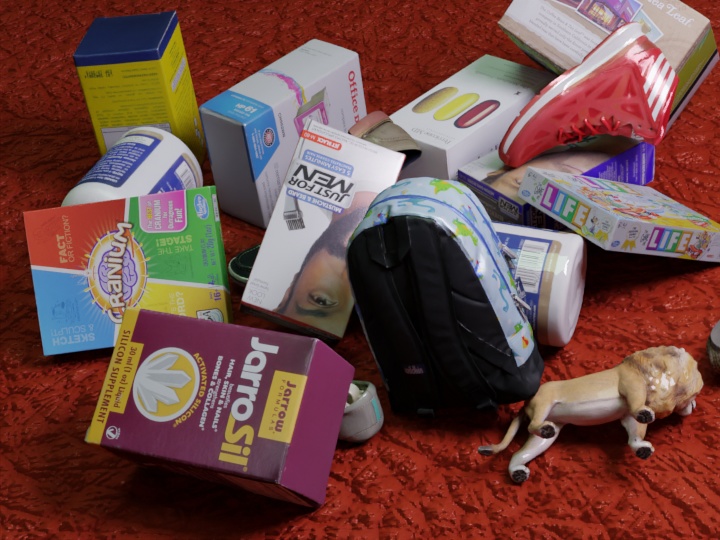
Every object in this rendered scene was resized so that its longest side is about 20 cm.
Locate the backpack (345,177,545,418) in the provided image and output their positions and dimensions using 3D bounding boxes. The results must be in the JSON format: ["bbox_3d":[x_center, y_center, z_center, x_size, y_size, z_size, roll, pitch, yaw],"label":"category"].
[{"bbox_3d":[0.067,0.016,1.128,0.162,0.201,0.154,-12,39,33],"label":"backpack"}]

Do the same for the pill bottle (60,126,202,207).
[{"bbox_3d":[-0.273,-0.065,1.425,0.119,0.121,0.200,6,37,20],"label":"pill bottle"}]

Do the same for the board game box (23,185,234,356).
[{"bbox_3d":[-0.240,0.000,1.302,0.198,0.155,0.040,-8,3,3],"label":"board game box"}]

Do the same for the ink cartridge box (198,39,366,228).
[{"bbox_3d":[-0.084,-0.168,1.503,0.084,0.146,0.200,21,45,36],"label":"ink cartridge box"}]

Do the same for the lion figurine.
[{"bbox_3d":[0.204,0.118,1.106,0.198,0.073,0.123,-6,28,12],"label":"lion figurine"}]

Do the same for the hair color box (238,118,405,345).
[{"bbox_3d":[-0.039,-0.038,1.263,0.110,0.064,0.202,19,78,-4],"label":"hair color box"}]

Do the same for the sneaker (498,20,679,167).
[{"bbox_3d":[0.246,-0.154,1.302,0.116,0.200,0.078,50,15,13],"label":"sneaker"}]

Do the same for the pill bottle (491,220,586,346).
[{"bbox_3d":[0.117,0.005,1.237,0.198,0.112,0.111,10,39,19],"label":"pill bottle"}]

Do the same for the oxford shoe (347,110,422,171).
[{"bbox_3d":[-0.013,-0.092,1.339,0.075,0.071,0.200,34,66,22],"label":"oxford shoe"}]

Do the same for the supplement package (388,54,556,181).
[{"bbox_3d":[0.130,-0.154,1.465,0.113,0.110,0.200,24,47,38],"label":"supplement package"}]

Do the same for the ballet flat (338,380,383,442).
[{"bbox_3d":[-0.071,0.112,1.180,0.198,0.064,0.068,8,38,23],"label":"ballet flat"}]

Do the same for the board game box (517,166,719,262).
[{"bbox_3d":[0.275,-0.056,1.278,0.199,0.035,0.134,4,22,-40],"label":"board game box"}]

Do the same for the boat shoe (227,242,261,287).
[{"bbox_3d":[-0.054,-0.034,1.383,0.198,0.063,0.075,-17,38,-8],"label":"boat shoe"}]

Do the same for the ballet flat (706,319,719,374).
[{"bbox_3d":[0.387,0.044,1.196,0.067,0.047,0.200,21,40,31],"label":"ballet flat"}]

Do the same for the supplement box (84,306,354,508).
[{"bbox_3d":[-0.123,0.120,1.104,0.198,0.103,0.132,7,72,23],"label":"supplement box"}]

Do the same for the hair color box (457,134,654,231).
[{"bbox_3d":[0.217,-0.106,1.378,0.199,0.065,0.109,-29,40,-25],"label":"hair color box"}]

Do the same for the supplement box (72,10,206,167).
[{"bbox_3d":[-0.269,-0.204,1.547,0.108,0.201,0.110,-3,35,8],"label":"supplement box"}]

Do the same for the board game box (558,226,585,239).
[{"bbox_3d":[0.194,-0.048,1.378,0.199,0.030,0.095,-26,38,-26],"label":"board game box"}]

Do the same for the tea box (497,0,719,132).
[{"bbox_3d":[0.290,-0.263,1.435,0.200,0.134,0.197,38,8,18],"label":"tea box"}]
